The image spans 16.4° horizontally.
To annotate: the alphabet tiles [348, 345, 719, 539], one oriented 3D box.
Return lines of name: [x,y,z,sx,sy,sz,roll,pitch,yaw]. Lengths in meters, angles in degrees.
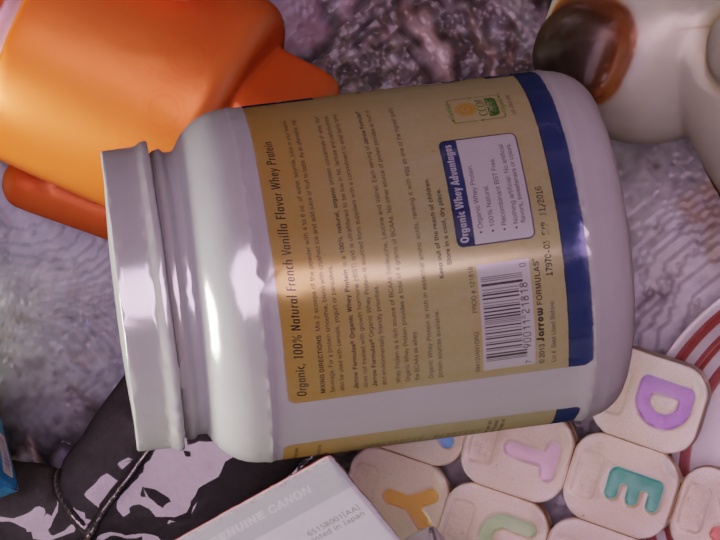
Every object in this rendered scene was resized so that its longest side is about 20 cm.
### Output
alphabet tiles: [0.082,0.125,1.113,0.195,0.015,0.201,19,97,14]

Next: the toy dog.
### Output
toy dog: [0.173,-0.077,1.068,0.200,0.139,0.194,32,120,12]

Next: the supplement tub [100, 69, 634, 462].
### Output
supplement tub: [0.000,0.000,1.009,0.199,0.144,0.145,-7,88,-6]

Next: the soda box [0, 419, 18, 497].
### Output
soda box: [-0.215,0.013,1.109,0.068,0.064,0.201,-22,63,7]

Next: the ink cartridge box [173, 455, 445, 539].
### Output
ink cartridge box: [-0.048,0.168,1.073,0.199,0.044,0.174,-30,120,14]

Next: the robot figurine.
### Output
robot figurine: [-0.111,-0.091,1.106,0.199,0.144,0.117,24,70,7]

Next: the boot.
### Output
boot: [-0.108,0.062,1.127,0.182,0.073,0.200,36,97,3]

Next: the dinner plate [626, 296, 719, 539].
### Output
dinner plate: [0.218,0.093,1.107,0.199,0.024,0.201,0,90,7]
